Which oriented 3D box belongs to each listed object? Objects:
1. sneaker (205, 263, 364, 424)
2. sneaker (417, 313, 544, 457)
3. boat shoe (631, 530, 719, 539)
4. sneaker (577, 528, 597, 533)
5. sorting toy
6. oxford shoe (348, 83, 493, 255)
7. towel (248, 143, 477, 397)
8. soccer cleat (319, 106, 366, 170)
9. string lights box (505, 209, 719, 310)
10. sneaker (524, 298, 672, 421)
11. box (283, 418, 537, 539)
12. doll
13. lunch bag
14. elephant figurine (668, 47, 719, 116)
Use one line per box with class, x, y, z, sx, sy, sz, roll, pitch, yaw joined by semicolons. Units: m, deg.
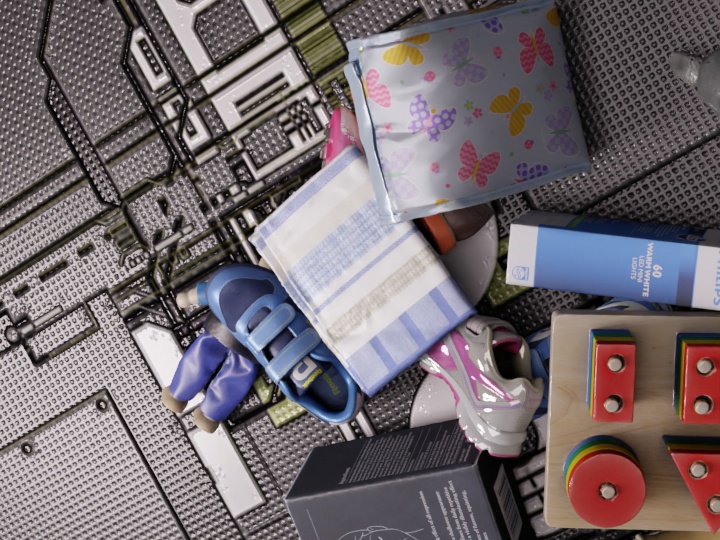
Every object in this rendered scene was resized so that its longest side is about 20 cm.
sneaker;-0.067;0.072;1.500;0.200;0.082;0.074;43;99;-13
sneaker;0.110;0.074;1.451;0.088;0.081;0.200;-53;57;27
boat shoe;0.279;0.272;1.445;0.199;0.076;0.072;-25;48;20
sneaker;0.260;0.160;1.452;0.077;0.076;0.200;41;100;14
sorting toy;0.266;0.141;1.365;0.198;0.070;0.201;1;103;1
oxford shoe;0.054;-0.117;1.479;0.072;0.071;0.201;-30;88;-6
towel;0.000;0.000;1.449;0.147;0.024;0.201;-41;80;22
soccer cleat;0.002;-0.057;1.505;0.086;0.070;0.202;1;98;-4
string lights box;0.240;-0.012;1.406;0.198;0.103;0.059;7;101;17
sneaker;0.196;0.083;1.449;0.199;0.082;0.074;-35;89;23
box;0.051;0.241;1.497;0.199;0.107;0.149;-13;108;20
doll;-0.128;0.063;1.567;0.136;0.049;0.201;33;107;-5
lunch bag;0.084;-0.143;1.384;0.127;0.199;0.171;-4;103;62
elephant figurine;0.395;-0.188;1.317;0.155;0.142;0.200;33;109;-19
